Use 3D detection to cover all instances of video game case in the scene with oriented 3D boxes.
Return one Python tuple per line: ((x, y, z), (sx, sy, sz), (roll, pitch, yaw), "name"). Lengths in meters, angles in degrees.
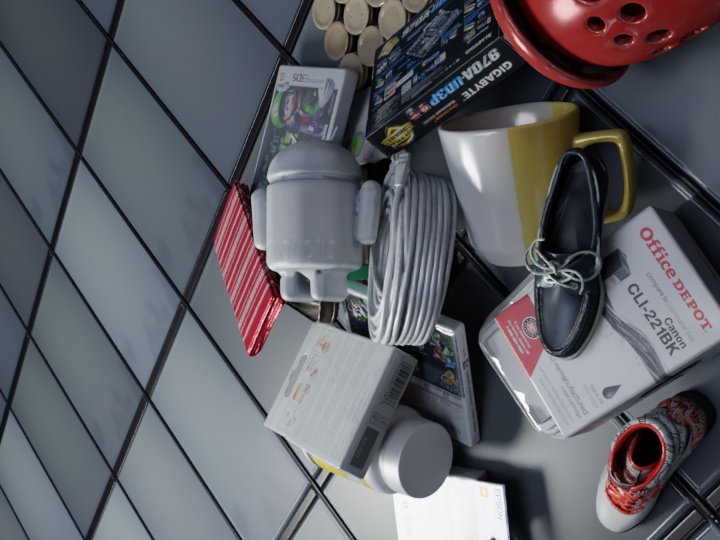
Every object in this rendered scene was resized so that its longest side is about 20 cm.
((-0.081, -0.167, 1.251), (0.181, 0.023, 0.202), (21, 98, 56), "video game case")
((0.062, 0.116, 1.218), (0.199, 0.023, 0.183), (21, 134, 42), "video game case")

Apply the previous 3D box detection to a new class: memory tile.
((0.013, -0.336, 1.189), (0.200, 0.017, 0.154), (-43, 62, 44), "memory tile")

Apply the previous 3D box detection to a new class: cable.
((0.052, -0.014, 1.074), (0.200, 0.068, 0.202), (119, 156, -70), "cable")

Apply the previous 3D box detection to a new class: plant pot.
((0.231, -0.278, 0.866), (0.182, 0.199, 0.202), (-39, 72, 53), "plant pot")

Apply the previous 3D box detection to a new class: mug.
((0.176, -0.087, 1.004), (0.186, 0.148, 0.155), (17, 120, 58), "mug")

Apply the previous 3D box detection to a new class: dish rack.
((0.220, 0.084, 1.071), (0.172, 0.043, 0.200), (57, 132, 21), "dish rack")

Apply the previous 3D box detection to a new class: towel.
((-0.154, -0.001, 1.296), (0.145, 0.022, 0.201), (-60, 43, 47), "towel")

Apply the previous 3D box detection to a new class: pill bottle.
((0.019, 0.223, 1.242), (0.199, 0.114, 0.116), (8, 105, 50), "pill bottle")

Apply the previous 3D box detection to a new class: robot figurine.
((-0.053, -0.064, 1.108), (0.168, 0.113, 0.202), (-2, 85, 22), "robot figurine")

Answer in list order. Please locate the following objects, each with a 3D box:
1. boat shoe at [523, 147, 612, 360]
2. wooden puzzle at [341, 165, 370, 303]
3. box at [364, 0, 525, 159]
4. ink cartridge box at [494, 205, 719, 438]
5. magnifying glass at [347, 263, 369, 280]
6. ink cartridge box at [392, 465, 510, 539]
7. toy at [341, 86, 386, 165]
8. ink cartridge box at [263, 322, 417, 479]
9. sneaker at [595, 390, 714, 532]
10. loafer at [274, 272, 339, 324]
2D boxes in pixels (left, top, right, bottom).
((0.198, -0.015, 0.907), (0.074, 0.062, 0.202), (13, 93, 32), "boat shoe")
((-0.039, -0.051, 1.308), (0.199, 0.046, 0.187), (8, 105, 49), "wooden puzzle")
((0.090, -0.235, 1.042), (0.199, 0.046, 0.160), (-33, 37, 37), "box")
((0.259, 0.052, 0.950), (0.200, 0.083, 0.145), (-38, 69, 24), "ink cartridge box")
((0.000, 0.000, 1.197), (0.198, 0.080, 0.023), (1, 97, 3), "magnifying glass")
((0.129, 0.354, 1.232), (0.199, 0.043, 0.199), (-2, 96, 45), "ink cartridge box")
((0.010, -0.174, 1.208), (0.199, 0.047, 0.116), (-6, 66, 50), "toy")
((-0.030, 0.160, 1.220), (0.199, 0.050, 0.163), (12, 74, 58), "ink cartridge box")
((0.280, 0.213, 0.993), (0.067, 0.107, 0.202), (46, 129, 28), "sneaker")
((-0.099, 0.019, 1.298), (0.200, 0.071, 0.074), (34, 126, 47), "loafer")
